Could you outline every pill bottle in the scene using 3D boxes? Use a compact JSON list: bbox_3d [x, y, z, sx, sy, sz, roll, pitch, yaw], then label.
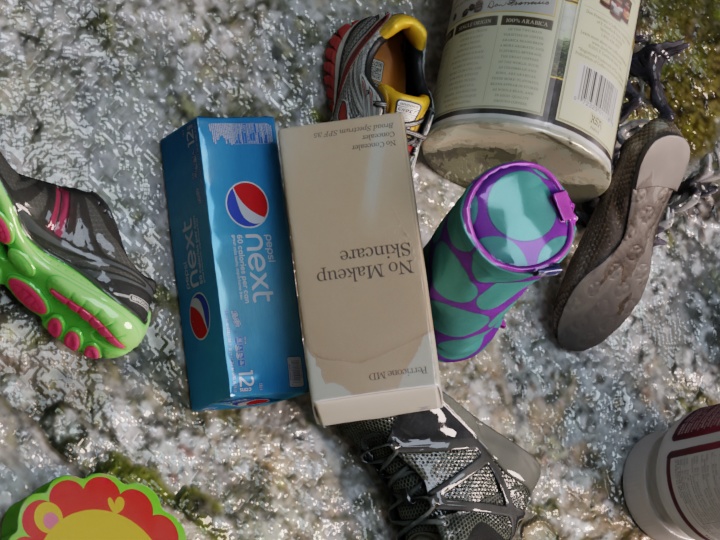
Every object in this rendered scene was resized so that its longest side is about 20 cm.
[{"bbox_3d":[0.294,0.151,1.783,0.109,0.200,0.110,8,74,-29],"label":"pill bottle"}]

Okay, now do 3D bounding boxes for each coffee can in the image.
[{"bbox_3d":[0.135,-0.170,1.795,0.146,0.146,0.200,23,68,-25],"label":"coffee can"}]

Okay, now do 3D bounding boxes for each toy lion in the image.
[{"bbox_3d":[-0.161,0.239,1.573,0.200,0.069,0.192,29,57,-23],"label":"toy lion"}]

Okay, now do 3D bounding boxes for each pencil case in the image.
[{"bbox_3d":[0.089,-0.002,1.694,0.092,0.200,0.085,-3,70,-17],"label":"pencil case"}]

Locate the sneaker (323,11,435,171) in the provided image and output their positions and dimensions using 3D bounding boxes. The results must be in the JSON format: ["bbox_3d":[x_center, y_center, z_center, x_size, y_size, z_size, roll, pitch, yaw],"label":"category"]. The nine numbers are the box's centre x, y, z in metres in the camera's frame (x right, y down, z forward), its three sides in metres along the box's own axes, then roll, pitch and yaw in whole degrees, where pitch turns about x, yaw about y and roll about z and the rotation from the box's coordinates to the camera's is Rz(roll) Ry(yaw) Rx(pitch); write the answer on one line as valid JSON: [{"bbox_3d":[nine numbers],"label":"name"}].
[{"bbox_3d":[0.010,-0.099,1.739,0.078,0.082,0.200,9,75,-30],"label":"sneaker"}]

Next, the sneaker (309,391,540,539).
[{"bbox_3d":[0.038,0.148,1.701,0.199,0.076,0.114,36,56,-26],"label":"sneaker"}]

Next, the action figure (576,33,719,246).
[{"bbox_3d":[0.223,-0.090,1.858,0.119,0.102,0.200,12,70,-41],"label":"action figure"}]

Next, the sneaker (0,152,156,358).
[{"bbox_3d":[-0.218,-0.027,1.599,0.200,0.077,0.084,49,41,-16],"label":"sneaker"}]

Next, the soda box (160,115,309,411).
[{"bbox_3d":[-0.090,-0.005,1.663,0.064,0.068,0.200,-2,79,-29],"label":"soda box"}]

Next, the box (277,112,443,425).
[{"bbox_3d":[0.000,0.000,1.646,0.095,0.078,0.200,-9,74,0],"label":"box"}]

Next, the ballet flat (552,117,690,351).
[{"bbox_3d":[0.195,-0.029,1.807,0.067,0.046,0.200,4,119,-30],"label":"ballet flat"}]
